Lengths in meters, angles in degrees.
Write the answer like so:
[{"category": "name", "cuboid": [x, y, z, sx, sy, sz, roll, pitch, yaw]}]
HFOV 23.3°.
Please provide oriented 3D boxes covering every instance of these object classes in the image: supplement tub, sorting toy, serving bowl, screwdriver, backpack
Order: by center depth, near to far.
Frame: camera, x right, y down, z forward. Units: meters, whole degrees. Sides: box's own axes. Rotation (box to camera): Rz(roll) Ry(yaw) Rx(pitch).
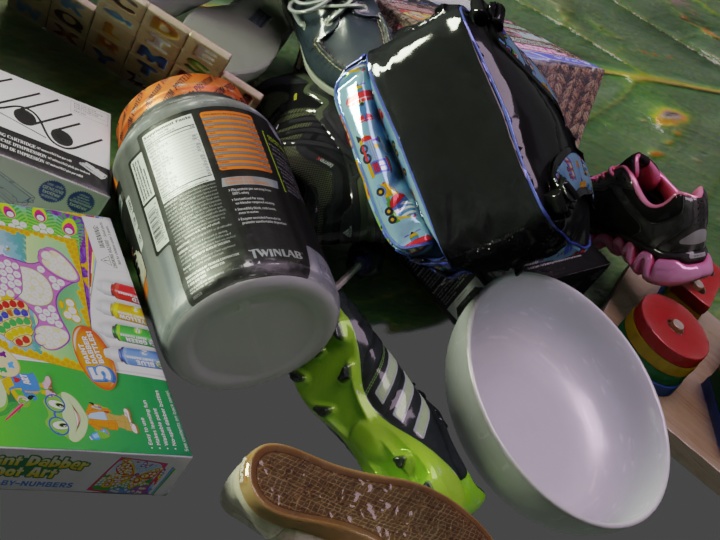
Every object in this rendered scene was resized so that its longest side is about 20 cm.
[{"category": "supplement tub", "cuboid": [-0.096, -0.031, 1.172, 0.122, 0.123, 0.200, 11, 42, -35]}, {"category": "screwdriver", "cuboid": [0.000, 0.000, 1.246, 0.029, 0.028, 0.200, 13, 9, 1]}, {"category": "backpack", "cuboid": [0.087, -0.080, 1.251, 0.183, 0.134, 0.200, 69, 16, 13]}, {"category": "serving bowl", "cuboid": [0.131, 0.103, 1.260, 0.200, 0.066, 0.201, 26, 47, -31]}, {"category": "sorting toy", "cuboid": [0.294, 0.079, 1.452, 0.200, 0.070, 0.199, 40, 34, 2]}]

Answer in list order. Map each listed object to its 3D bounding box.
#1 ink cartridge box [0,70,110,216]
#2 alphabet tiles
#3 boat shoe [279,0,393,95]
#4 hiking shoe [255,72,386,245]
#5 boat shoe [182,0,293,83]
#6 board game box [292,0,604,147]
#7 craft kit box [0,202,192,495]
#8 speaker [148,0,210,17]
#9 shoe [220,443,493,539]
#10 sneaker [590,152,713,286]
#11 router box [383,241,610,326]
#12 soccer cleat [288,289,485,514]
[{"category": "ink cartridge box", "cuboid": [-0.265, -0.099, 1.165, 0.199, 0.044, 0.094, 21, 36, -24]}, {"category": "alphabet tiles", "cuboid": [-0.164, -0.165, 1.259, 0.200, 0.167, 0.008, 33, 74, -7]}, {"category": "boat shoe", "cuboid": [-0.019, -0.202, 1.347, 0.075, 0.062, 0.200, -18, 42, -5]}, {"category": "hiking shoe", "cuboid": [-0.054, -0.086, 1.315, 0.100, 0.076, 0.200, -11, 37, -23]}, {"category": "boat shoe", "cuboid": [-0.104, -0.168, 1.372, 0.070, 0.072, 0.201, 37, 26, 0]}, {"category": "board game box", "cuboid": [0.069, -0.162, 1.436, 0.159, 0.097, 0.200, 4, 22, -37]}, {"category": "craft kit box", "cuboid": [-0.218, 0.041, 1.049, 0.197, 0.049, 0.200, 5, 46, -36]}, {"category": "speaker", "cuboid": [-0.099, -0.256, 1.328, 0.199, 0.081, 0.081, -26, 60, -7]}, {"category": "shoe", "cuboid": [0.004, 0.165, 1.097, 0.199, 0.053, 0.070, 26, 45, -19]}, {"category": "sneaker", "cuboid": [0.222, -0.061, 1.478, 0.079, 0.096, 0.200, -18, 30, -34]}, {"category": "router box", "cuboid": [0.098, -0.031, 1.403, 0.149, 0.051, 0.200, 50, 29, 18]}, {"category": "soccer cleat", "cuboid": [0.012, 0.091, 1.191, 0.081, 0.067, 0.200, -1, 54, -58]}]
